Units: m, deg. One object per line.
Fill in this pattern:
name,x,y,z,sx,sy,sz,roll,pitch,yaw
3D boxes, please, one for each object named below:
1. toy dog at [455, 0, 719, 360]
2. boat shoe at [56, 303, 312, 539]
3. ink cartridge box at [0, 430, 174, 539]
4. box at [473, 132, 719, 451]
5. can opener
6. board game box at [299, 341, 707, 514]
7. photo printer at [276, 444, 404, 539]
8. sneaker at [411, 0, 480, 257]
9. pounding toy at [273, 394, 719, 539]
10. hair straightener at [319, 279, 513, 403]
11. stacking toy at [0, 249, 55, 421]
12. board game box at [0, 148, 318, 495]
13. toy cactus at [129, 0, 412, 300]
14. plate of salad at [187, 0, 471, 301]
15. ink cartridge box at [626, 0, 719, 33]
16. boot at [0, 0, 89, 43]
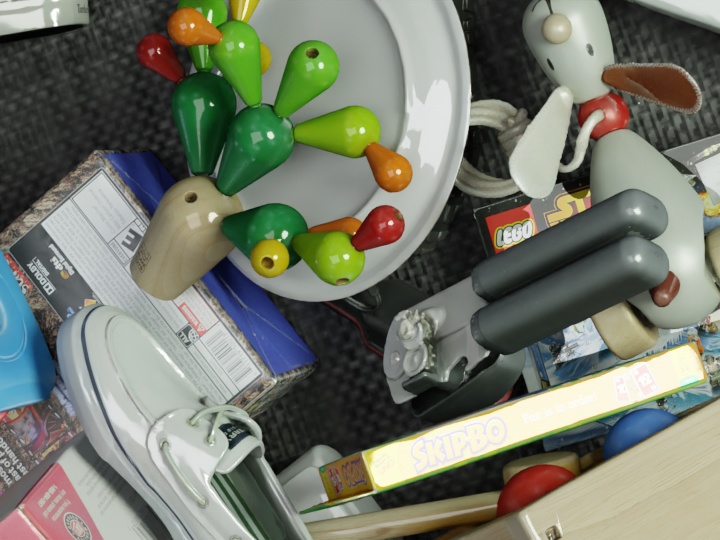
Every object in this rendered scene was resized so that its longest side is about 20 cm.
toy dog,0.130,-0.045,1.452,0.200,0.096,0.132,45,101,8
boat shoe,-0.076,0.096,1.458,0.067,0.074,0.200,-30,96,37
ink cartridge box,-0.120,0.196,1.451,0.083,0.147,0.200,-38,95,14
box,0.174,0.003,1.514,0.199,0.040,0.137,-16,90,14
can opener,0.083,0.018,1.430,0.200,0.066,0.053,-32,48,44
board game box,0.067,0.081,1.430,0.199,0.096,0.030,-20,86,-16
photo printer,-0.048,0.219,1.562,0.200,0.069,0.167,-38,84,12
sneaker,0.012,-0.108,1.543,0.087,0.076,0.201,4,94,33
pounding toy,0.095,0.142,1.454,0.184,0.200,0.142,-26,87,-30
hair straightener,0.000,0.000,1.537,0.200,0.077,0.041,37,65,20
stacking toy,-0.270,0.062,1.502,0.200,0.116,0.110,-28,83,25
board game box,-0.154,0.056,1.566,0.200,0.097,0.160,-39,84,12
toy cactus,-0.066,-0.049,1.440,0.165,0.102,0.200,-51,63,28
plate of salad,-0.014,-0.084,1.488,0.200,0.048,0.201,-4,84,42
ink cartridge box,0.180,-0.201,1.480,0.199,0.083,0.147,19,96,13
boot,-0.259,-0.190,1.596,0.199,0.072,0.145,-10,90,6
